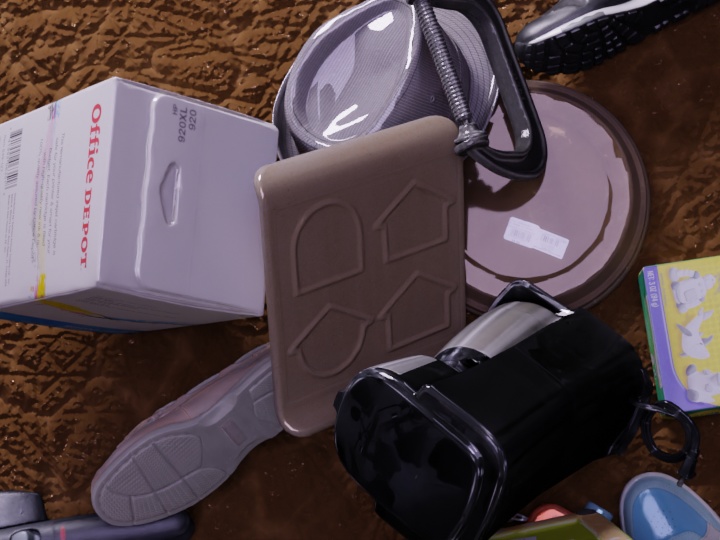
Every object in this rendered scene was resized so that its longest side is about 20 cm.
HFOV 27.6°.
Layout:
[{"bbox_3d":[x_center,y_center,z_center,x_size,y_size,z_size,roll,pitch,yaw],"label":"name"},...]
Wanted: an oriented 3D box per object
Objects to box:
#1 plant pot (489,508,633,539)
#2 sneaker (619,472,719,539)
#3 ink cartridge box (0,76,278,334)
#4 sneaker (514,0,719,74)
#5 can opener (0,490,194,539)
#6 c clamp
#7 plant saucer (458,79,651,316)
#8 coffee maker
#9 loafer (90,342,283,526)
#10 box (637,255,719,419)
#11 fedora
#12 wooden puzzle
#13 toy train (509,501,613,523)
[{"bbox_3d":[0.126,0.276,0.992,0.198,0.199,0.183,-10,95,-5],"label":"plant pot"},{"bbox_3d":[0.253,0.234,1.049,0.079,0.131,0.201,-30,78,1],"label":"sneaker"},{"bbox_3d":[-0.178,-0.038,1.086,0.199,0.144,0.149,-9,75,49],"label":"ink cartridge box"},{"bbox_3d":[0.203,-0.229,1.172,0.199,0.076,0.088,-25,69,-6],"label":"sneaker"},{"bbox_3d":[-0.228,0.206,1.137,0.198,0.063,0.079,-5,79,5],"label":"can opener"},{"bbox_3d":[0.073,-0.156,1.103,0.027,0.170,0.201,-26,83,34],"label":"c clamp"},{"bbox_3d":[0.131,-0.057,1.164,0.198,0.029,0.202,-1,81,5],"label":"plant saucer"},{"bbox_3d":[0.110,0.107,1.025,0.191,0.200,0.136,12,114,35],"label":"coffee maker"},{"bbox_3d":[-0.122,0.124,1.135,0.199,0.063,0.072,-34,117,-9],"label":"loafer"},{"bbox_3d":[0.321,0.042,1.118,0.198,0.048,0.118,-9,80,3],"label":"box"},{"bbox_3d":[0.010,-0.147,1.145,0.177,0.090,0.200,38,85,23],"label":"fedora"},{"bbox_3d":[0.000,0.000,1.086,0.184,0.046,0.202,-20,114,-34],"label":"wooden puzzle"},{"bbox_3d":[0.099,0.242,1.101,0.150,0.056,0.201,33,85,11],"label":"toy train"}]
